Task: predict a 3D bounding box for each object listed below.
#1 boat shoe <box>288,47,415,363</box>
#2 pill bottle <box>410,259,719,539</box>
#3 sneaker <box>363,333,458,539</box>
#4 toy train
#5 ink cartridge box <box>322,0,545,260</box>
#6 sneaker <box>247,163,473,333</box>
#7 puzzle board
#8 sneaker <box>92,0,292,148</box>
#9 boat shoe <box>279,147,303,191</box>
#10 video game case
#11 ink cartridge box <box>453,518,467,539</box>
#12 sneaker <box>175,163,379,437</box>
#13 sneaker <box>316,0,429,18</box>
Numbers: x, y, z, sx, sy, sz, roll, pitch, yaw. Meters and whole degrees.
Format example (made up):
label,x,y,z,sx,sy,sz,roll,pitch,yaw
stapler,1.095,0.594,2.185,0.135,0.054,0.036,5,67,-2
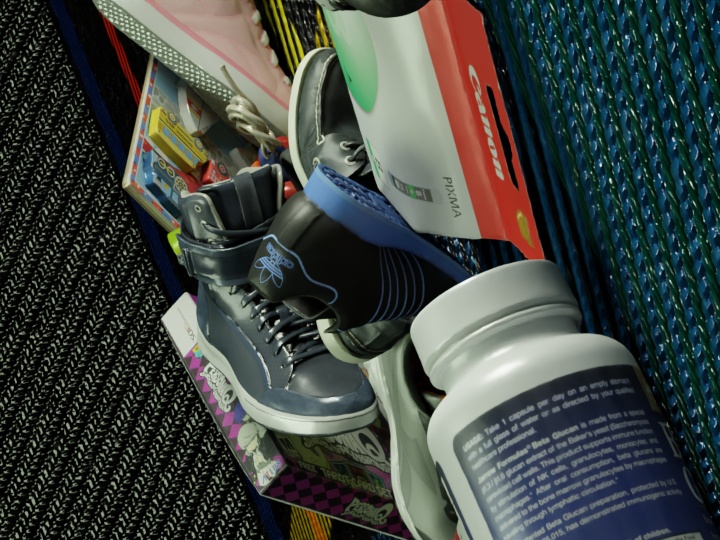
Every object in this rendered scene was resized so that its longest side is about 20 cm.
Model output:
label,x,y,z,sx,sy,sz,roll,pitch,yaw
boat shoe,0.004,-0.047,1.786,0.066,0.074,0.200,-20,67,49
pill bottle,0.099,0.100,1.399,0.111,0.111,0.200,91,156,-68
sneaker,0.055,0.108,1.831,0.079,0.074,0.200,-165,54,-73
toy train,-0.086,-0.042,2.012,0.200,0.116,0.085,52,-169,-28
ink cartridge box,0.035,-0.088,1.573,0.200,0.050,0.161,-124,16,-64
sneaker,0.000,0.000,1.658,0.070,0.078,0.200,43,-173,29
puzzle board,-0.094,-0.052,2.116,0.200,0.017,0.151,45,-147,-31
sneaker,-0.088,-0.172,2.093,0.200,0.105,0.075,40,162,-3
boat shoe,0.006,-0.001,1.913,0.069,0.057,0.200,102,147,-74
video game case,-0.033,0.110,2.089,0.200,0.036,0.181,23,-154,-45
ink cartridge box,0.117,0.173,1.549,0.200,0.084,0.145,97,152,-71
sneaker,-0.057,0.015,1.903,0.202,0.077,0.146,36,136,51
sneaker,0.005,-0.161,1.470,0.200,0.074,0.080,-110,19,-64
